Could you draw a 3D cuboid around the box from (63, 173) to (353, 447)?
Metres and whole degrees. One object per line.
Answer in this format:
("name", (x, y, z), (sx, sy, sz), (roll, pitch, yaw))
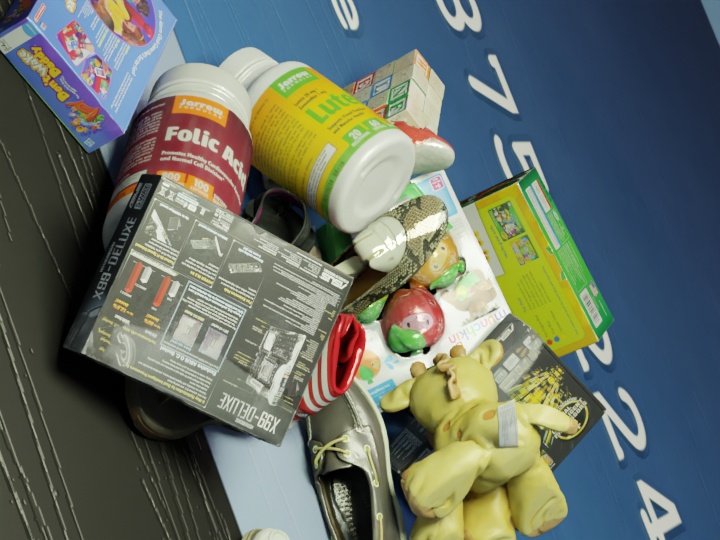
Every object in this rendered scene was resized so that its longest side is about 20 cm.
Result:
("box", (-0.122, 0.034, 1.515), (0.199, 0.050, 0.158), (27, 81, -27))

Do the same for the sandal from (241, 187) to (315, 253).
("sandal", (-0.076, -0.042, 1.712), (0.075, 0.048, 0.200), (29, 16, -2))

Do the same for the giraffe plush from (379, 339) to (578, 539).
("giraffe plush", (0.099, 0.155, 1.750), (0.172, 0.201, 0.162), (-4, 34, -23))

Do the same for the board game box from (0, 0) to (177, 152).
("board game box", (-0.244, -0.218, 1.660), (0.135, 0.045, 0.200), (52, 30, -25))

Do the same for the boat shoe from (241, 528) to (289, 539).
("boat shoe", (-0.056, 0.306, 1.543), (0.075, 0.068, 0.201), (29, 44, -50))

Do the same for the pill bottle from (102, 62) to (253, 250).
("pill bottle", (-0.156, -0.087, 1.634), (0.114, 0.114, 0.201), (47, 32, -32))

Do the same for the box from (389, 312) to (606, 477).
("box", (0.138, 0.166, 1.885), (0.161, 0.200, 0.049), (46, -5, -34))

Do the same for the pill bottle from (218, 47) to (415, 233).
("pill bottle", (-0.054, -0.133, 1.783), (0.200, 0.111, 0.111), (37, 16, 26))

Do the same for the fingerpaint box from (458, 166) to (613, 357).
("fingerpaint box", (0.164, 0.010, 2.077), (0.201, 0.166, 0.073), (61, 29, -6))

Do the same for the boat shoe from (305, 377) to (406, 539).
("boat shoe", (-0.010, 0.185, 1.722), (0.061, 0.071, 0.202), (-3, 73, -66))

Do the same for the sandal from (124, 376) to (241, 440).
("sandal", (-0.127, 0.105, 1.591), (0.200, 0.054, 0.082), (12, 57, -50))

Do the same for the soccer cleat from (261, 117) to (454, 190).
("soccer cleat", (-0.005, -0.107, 1.861), (0.069, 0.199, 0.086), (81, 18, -54))

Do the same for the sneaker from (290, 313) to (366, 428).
("sneaker", (-0.049, 0.039, 1.722), (0.078, 0.115, 0.201), (18, 52, -55))

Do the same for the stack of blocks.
("stack of blocks", (0.021, -0.141, 2.000), (0.059, 0.115, 0.201), (49, 31, -28))

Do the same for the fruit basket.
("fruit basket", (0.047, 0.020, 1.863), (0.201, 0.185, 0.094), (64, -12, 6))

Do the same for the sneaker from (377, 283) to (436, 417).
("sneaker", (0.060, 0.060, 1.931), (0.076, 0.090, 0.201), (28, 46, -57))

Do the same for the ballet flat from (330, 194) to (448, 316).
("ballet flat", (0.000, 0.000, 1.759), (0.075, 0.200, 0.068), (5, 50, -53))

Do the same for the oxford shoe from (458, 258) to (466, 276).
("oxford shoe", (0.081, 0.034, 2.014), (0.084, 0.072, 0.201), (2, 66, -58))
